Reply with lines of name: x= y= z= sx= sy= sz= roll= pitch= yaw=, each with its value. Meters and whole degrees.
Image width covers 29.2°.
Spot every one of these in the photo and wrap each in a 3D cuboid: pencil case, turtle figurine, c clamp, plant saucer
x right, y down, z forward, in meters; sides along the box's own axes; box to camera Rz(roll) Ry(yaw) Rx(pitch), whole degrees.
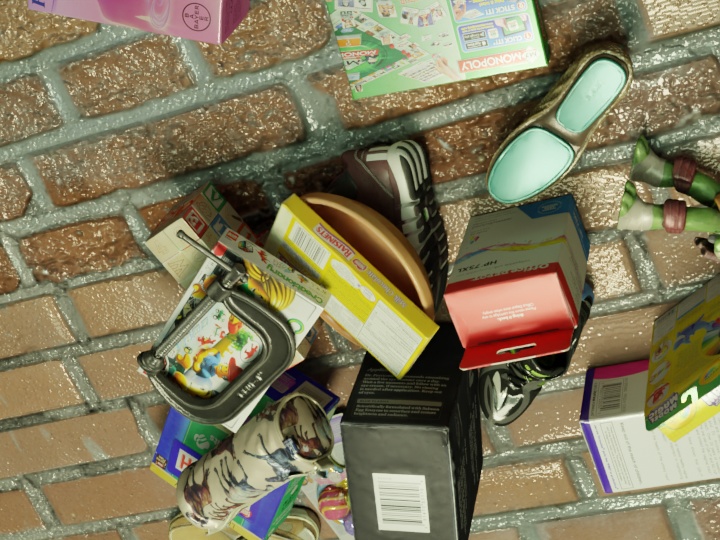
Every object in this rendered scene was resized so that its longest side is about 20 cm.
pencil case: x=-0.116 y=0.214 z=1.496 sx=0.200 sy=0.078 sz=0.089 roll=-37 pitch=61 yaw=34
turtle figurine: x=0.348 y=-0.078 z=1.293 sx=0.194 sy=0.200 sz=0.144 roll=14 pitch=88 yaw=11
c clamp: x=-0.158 y=0.068 z=1.404 sx=0.171 sy=0.027 sz=0.200 roll=33 pitch=121 yaw=-11
plant saucer: x=0.000 y=0.000 z=1.426 sx=0.200 sy=0.037 sz=0.200 roll=31 pitch=144 yaw=26

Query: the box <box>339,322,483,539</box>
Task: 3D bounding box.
box: x=0.061 y=0.188 z=1.489 sx=0.117 sy=0.200 sz=0.197 roll=2 pitch=120 yaw=13

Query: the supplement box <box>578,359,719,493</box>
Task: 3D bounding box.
supplement box: x=0.344 y=0.153 z=1.453 sx=0.200 sy=0.101 sz=0.103 roll=-13 pitch=116 yaw=22

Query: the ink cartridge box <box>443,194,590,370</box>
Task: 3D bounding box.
ink cartridge box: x=0.154 y=0.010 z=1.358 sx=0.116 sy=0.200 sz=0.067 roll=-13 pitch=116 yaw=21

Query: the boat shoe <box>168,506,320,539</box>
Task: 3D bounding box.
boat shoe: x=-0.153 y=0.332 z=1.705 sx=0.200 sy=0.076 sz=0.072 roll=-7 pitch=118 yaw=19

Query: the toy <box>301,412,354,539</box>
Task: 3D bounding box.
toy: x=-0.019 y=0.268 z=1.649 sx=0.115 sy=0.047 sz=0.200 roll=-23 pitch=112 yaw=27

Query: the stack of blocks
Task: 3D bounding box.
stack of blocks: x=-0.128 y=0.005 z=1.481 sx=0.059 sy=0.115 sz=0.200 roll=-31 pitch=107 yaw=28

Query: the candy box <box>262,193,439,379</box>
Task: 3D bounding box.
candy box: x=-0.013 y=0.017 z=1.400 sx=0.200 sy=0.026 sz=0.102 roll=43 pitch=151 yaw=8

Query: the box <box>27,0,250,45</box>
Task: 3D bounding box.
box: x=-0.208 y=-0.329 z=1.314 sx=0.200 sy=0.097 sz=0.176 roll=13 pitch=123 yaw=8

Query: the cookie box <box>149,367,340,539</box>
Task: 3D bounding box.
cookie box: x=-0.137 y=0.190 z=1.594 sx=0.171 sy=0.075 sz=0.200 roll=32 pitch=124 yaw=14

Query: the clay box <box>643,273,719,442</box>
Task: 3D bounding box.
clay box: x=0.338 y=0.086 z=1.354 sx=0.048 sy=0.200 sz=0.115 roll=41 pitch=122 yaw=-11

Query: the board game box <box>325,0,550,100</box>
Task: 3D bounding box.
board game box: x=0.071 y=-0.246 z=1.330 sx=0.200 sy=0.029 sz=0.135 roll=-7 pitch=119 yaw=18

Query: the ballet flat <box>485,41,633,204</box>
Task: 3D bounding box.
ballet flat: x=0.196 y=-0.143 z=1.337 sx=0.071 sy=0.065 sz=0.200 roll=38 pitch=125 yaw=-8

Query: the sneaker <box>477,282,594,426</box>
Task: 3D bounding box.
sneaker: x=0.180 y=0.093 z=1.470 sx=0.071 sy=0.083 sz=0.200 roll=29 pitch=123 yaw=-3

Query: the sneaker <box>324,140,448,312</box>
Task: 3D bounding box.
sneaker: x=0.023 y=-0.044 z=1.448 sx=0.115 sy=0.076 sz=0.200 roll=3 pitch=117 yaw=26

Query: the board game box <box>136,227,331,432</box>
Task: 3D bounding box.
board game box: x=-0.133 y=0.065 z=1.427 sx=0.126 sy=0.035 sz=0.200 roll=32 pitch=122 yaw=-4
